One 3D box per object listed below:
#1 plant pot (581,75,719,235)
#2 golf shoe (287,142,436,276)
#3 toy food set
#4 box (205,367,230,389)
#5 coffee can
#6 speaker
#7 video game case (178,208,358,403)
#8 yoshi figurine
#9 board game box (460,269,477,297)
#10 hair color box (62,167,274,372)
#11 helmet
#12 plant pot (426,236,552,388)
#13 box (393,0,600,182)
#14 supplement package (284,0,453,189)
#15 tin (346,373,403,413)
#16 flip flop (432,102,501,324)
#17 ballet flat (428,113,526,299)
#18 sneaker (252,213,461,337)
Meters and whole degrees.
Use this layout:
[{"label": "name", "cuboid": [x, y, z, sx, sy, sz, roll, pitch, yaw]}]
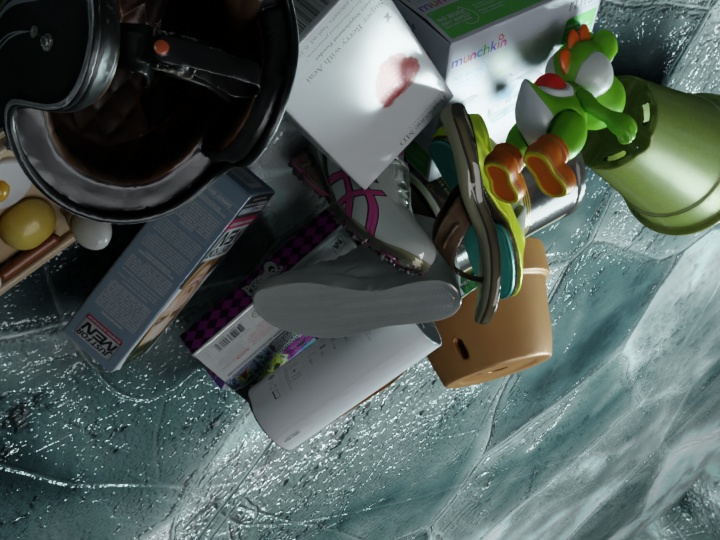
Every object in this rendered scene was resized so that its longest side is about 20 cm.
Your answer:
[{"label": "plant pot", "cuboid": [0.375, -0.164, 1.304, 0.190, 0.200, 0.200, 17, 115, -42]}, {"label": "golf shoe", "cuboid": [0.012, -0.077, 0.936, 0.092, 0.200, 0.073, -48, 144, 9]}, {"label": "toy food set", "cuboid": [-0.275, -0.024, 0.795, 0.200, 0.060, 0.144, -39, 149, -11]}, {"label": "box", "cuboid": [-0.068, 0.066, 1.170, 0.200, 0.039, 0.137, -1, 129, -48]}, {"label": "coffee can", "cuboid": [0.125, -0.085, 1.111, 0.200, 0.146, 0.146, -28, 146, -25]}, {"label": "speaker", "cuboid": [-0.016, 0.099, 1.044, 0.200, 0.081, 0.081, -37, 151, 13]}, {"label": "video game case", "cuboid": [-0.071, 0.050, 1.076, 0.200, 0.036, 0.181, -42, 147, -4]}, {"label": "yoshi figurine", "cuboid": [0.201, -0.140, 0.957, 0.200, 0.112, 0.112, -57, 171, -29]}, {"label": "board game box", "cuboid": [0.051, 0.057, 1.138, 0.200, 0.023, 0.105, -34, 174, 34]}, {"label": "hair color box", "cuboid": [-0.168, -0.010, 0.903, 0.200, 0.061, 0.099, -50, 178, 10]}, {"label": "helmet", "cuboid": [-0.151, -0.138, 0.676, 0.200, 0.200, 0.191, -15, 178, -40]}, {"label": "plant pot", "cuboid": [0.150, 0.059, 1.246, 0.200, 0.140, 0.200, -15, 166, -4]}, {"label": "box", "cuboid": [0.125, -0.214, 1.008, 0.200, 0.097, 0.177, -27, 148, -25]}, {"label": "supplement package", "cuboid": [-0.029, -0.179, 0.841, 0.121, 0.120, 0.200, -47, 150, 3]}, {"label": "tin", "cuboid": [-0.011, 0.137, 1.328, 0.200, 0.042, 0.112, -29, 142, -23]}, {"label": "flip flop", "cuboid": [0.089, -0.048, 0.908, 0.058, 0.081, 0.200, -12, 106, 6]}, {"label": "ballet flat", "cuboid": [0.129, -0.065, 0.991, 0.067, 0.067, 0.200, -44, 124, -29]}, {"label": "sneaker", "cuboid": [0.000, 0.000, 0.993, 0.200, 0.116, 0.074, -3, 131, 9]}]
